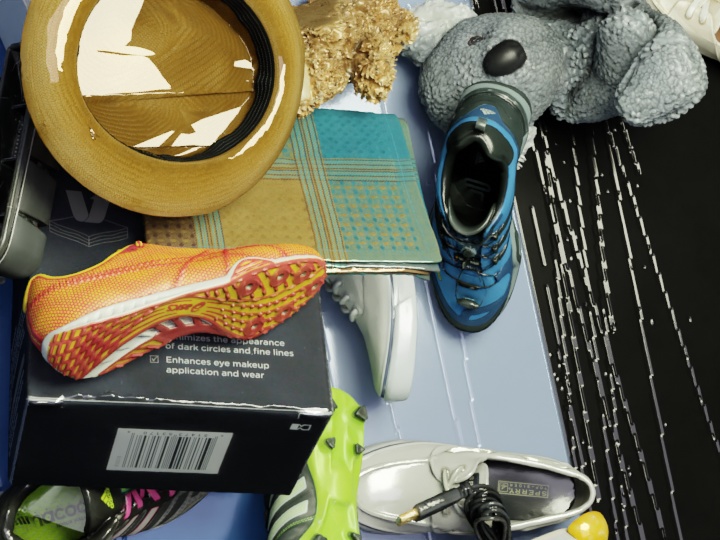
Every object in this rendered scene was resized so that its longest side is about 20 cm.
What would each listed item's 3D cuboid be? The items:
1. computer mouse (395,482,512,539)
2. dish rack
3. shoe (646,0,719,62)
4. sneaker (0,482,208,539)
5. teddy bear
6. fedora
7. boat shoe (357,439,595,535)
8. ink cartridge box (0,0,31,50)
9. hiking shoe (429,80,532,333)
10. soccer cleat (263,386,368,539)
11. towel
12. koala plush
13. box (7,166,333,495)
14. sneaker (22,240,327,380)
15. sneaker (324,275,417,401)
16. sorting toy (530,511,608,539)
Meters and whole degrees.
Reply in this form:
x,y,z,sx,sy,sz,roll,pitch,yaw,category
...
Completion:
x,y,z,sx,sy,sz,roll,pitch,yaw,category
0.033,0.235,1.247,0.199,0.046,0.141,-21,123,-14,computer mouse
-0.278,-0.059,1.162,0.055,0.199,0.154,32,60,-49,dish rack
0.305,-0.196,1.416,0.200,0.053,0.070,33,75,-10,shoe
-0.173,0.154,1.214,0.199,0.087,0.074,-20,89,-18,sneaker
-0.036,-0.149,1.251,0.144,0.200,0.067,-3,115,13,teddy bear
-0.133,-0.129,1.117,0.200,0.082,0.201,-4,96,-34,fedora
0.076,0.164,1.297,0.199,0.066,0.072,8,81,-15,boat shoe
-0.151,-0.203,1.236,0.200,0.145,0.084,-26,90,-18,ink cartridge box
0.076,-0.035,1.275,0.074,0.087,0.201,10,120,15,hiking shoe
-0.038,0.180,1.238,0.067,0.081,0.201,23,60,-28,soccer cleat
-0.053,-0.056,1.198,0.199,0.022,0.147,1,51,-16,towel
0.133,-0.159,1.325,0.199,0.184,0.178,-27,89,3,koala plush
-0.133,0.037,1.188,0.196,0.118,0.201,5,54,-16,box
-0.113,0.007,1.099,0.199,0.073,0.077,-10,48,-28,sneaker
0.000,0.000,1.301,0.070,0.073,0.201,-4,75,-8,sneaker
0.170,0.268,1.220,0.199,0.180,0.107,-15,124,-32,sorting toy
